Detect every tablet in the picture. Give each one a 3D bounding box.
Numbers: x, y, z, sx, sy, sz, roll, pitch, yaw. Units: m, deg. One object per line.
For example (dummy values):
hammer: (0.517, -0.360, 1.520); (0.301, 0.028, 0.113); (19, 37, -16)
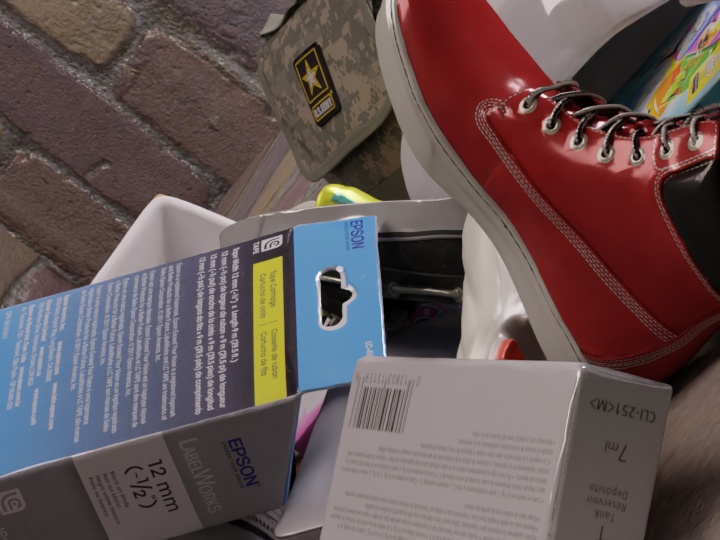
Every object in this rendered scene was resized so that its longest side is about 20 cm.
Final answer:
tablet: (0.036, 0.065, 1.081); (0.129, 0.014, 0.200); (-14, 21, 15)

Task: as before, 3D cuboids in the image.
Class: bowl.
bowl: (0.112, -0.117, 1.197); (0.199, 0.075, 0.200); (-27, -18, -46)

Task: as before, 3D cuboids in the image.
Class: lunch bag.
lunch bag: (0.035, -0.104, 1.391); (0.118, 0.200, 0.164); (-56, 9, -27)

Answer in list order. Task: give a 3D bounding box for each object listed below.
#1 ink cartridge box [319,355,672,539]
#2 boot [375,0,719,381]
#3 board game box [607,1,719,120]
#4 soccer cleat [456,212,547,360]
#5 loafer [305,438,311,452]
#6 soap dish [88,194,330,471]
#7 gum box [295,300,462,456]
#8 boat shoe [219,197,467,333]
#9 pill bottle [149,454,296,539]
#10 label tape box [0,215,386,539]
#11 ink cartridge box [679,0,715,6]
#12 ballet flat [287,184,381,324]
ink cartridge box: (0.036, 0.122, 0.864); (0.200, 0.043, 0.175); (-3, 75, 67)
boot: (0.095, -0.061, 0.909); (0.072, 0.201, 0.144); (-25, -11, -38)
board game box: (0.163, -0.078, 1.082); (0.200, 0.047, 0.151); (-48, 9, 32)
soccer cleat: (0.073, 0.015, 1.007); (0.077, 0.069, 0.201); (-26, 44, 55)
loafer: (0.007, 0.128, 1.084); (0.063, 0.072, 0.201); (-22, 28, 25)
soap dish: (-0.087, 0.053, 1.495); (0.158, 0.199, 0.081); (-58, -20, -28)
gum box: (0.023, 0.046, 1.289); (0.114, 0.066, 0.200); (-52, 8, 11)
boat shoe: (0.000, 0.000, 1.156); (0.199, 0.070, 0.064); (-5, 86, 47)
pill bottle: (-0.083, 0.143, 1.114); (0.111, 0.111, 0.201); (-49, 24, 25)
label tape box: (-0.078, 0.056, 1.076); (0.198, 0.066, 0.144); (-14, 33, 6)
ink cartridge box: (0.206, -0.240, 0.999); (0.146, 0.147, 0.200); (-8, 34, 32)
ballet flat: (-0.034, 0.005, 1.308); (0.067, 0.067, 0.200); (-60, 8, -32)
